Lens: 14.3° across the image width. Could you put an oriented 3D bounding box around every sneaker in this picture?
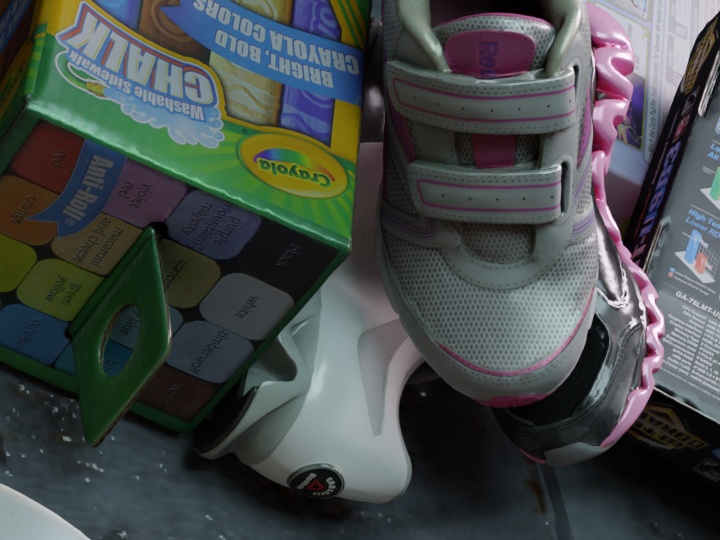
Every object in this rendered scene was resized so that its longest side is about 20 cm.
[{"bbox_3d":[0.057,-0.027,1.066,0.095,0.079,0.201,36,42,-51],"label":"sneaker"},{"bbox_3d":[0.040,-0.054,0.987,0.081,0.088,0.201,-7,86,0],"label":"sneaker"},{"bbox_3d":[0.000,0.000,1.067,0.088,0.074,0.201,26,55,-20],"label":"sneaker"}]

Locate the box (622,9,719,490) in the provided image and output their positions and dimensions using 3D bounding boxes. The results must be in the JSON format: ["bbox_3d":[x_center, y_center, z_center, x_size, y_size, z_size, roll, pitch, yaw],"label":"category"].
[{"bbox_3d":[0.202,0.013,1.150,0.199,0.050,0.199,27,56,-8],"label":"box"}]

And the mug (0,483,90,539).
[{"bbox_3d":[-0.150,0.158,0.804,0.153,0.186,0.150,-52,126,-39],"label":"mug"}]

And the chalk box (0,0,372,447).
[{"bbox_3d":[-0.080,-0.037,0.994,0.123,0.125,0.201,24,44,-19],"label":"chalk box"}]

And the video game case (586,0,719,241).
[{"bbox_3d":[0.106,-0.100,1.242,0.181,0.045,0.201,26,45,-18],"label":"video game case"}]
